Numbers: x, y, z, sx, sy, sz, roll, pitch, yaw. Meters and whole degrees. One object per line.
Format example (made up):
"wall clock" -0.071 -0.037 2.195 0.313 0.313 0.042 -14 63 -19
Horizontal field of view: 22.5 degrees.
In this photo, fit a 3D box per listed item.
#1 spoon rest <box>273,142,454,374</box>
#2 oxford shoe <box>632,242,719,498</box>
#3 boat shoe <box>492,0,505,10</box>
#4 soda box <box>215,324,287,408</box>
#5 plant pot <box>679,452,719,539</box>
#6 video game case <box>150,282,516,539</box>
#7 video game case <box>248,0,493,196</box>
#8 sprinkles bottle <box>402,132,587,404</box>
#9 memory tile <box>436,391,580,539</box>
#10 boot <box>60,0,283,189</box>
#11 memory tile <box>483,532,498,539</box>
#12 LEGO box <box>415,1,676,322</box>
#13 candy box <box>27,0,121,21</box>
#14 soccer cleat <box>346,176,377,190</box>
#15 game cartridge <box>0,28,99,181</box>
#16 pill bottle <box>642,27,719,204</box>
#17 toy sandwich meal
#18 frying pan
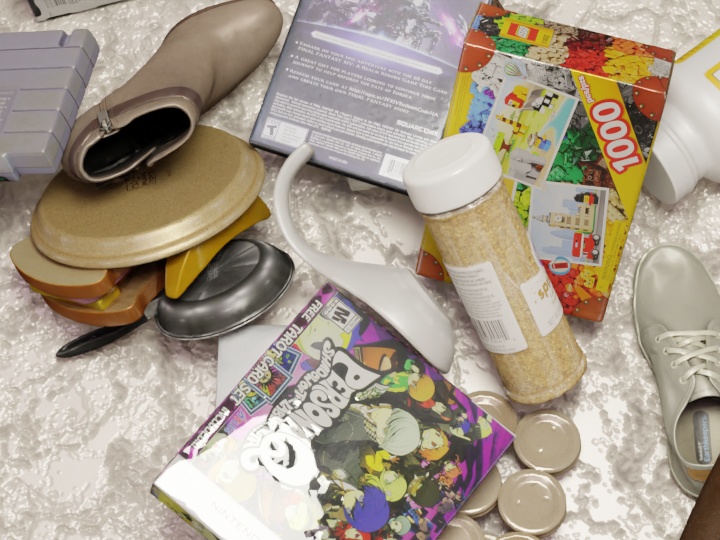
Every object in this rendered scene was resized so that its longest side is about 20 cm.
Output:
"spoon rest" 0.000 0.000 1.349 0.061 0.099 0.200 -38 89 4
"oxford shoe" 0.250 0.070 1.361 0.075 0.058 0.200 -7 71 2
"boat shoe" 0.098 -0.180 1.444 0.075 0.075 0.203 1 79 -11
"soda box" -0.074 0.143 1.343 0.068 0.063 0.200 1 72 1
"plant pot" 0.276 0.252 1.254 0.187 0.187 0.200 35 90 12
"video game case" -0.018 0.138 1.296 0.181 0.036 0.200 40 70 5
"video game case" 0.014 -0.168 1.391 0.143 0.019 0.200 18 80 8
"sprinkles bottle" 0.098 0.000 1.309 0.068 0.068 0.200 -30 115 -8
"memory tile" 0.072 0.181 1.329 0.153 0.017 0.200 14 64 8
"boot" -0.137 -0.130 1.363 0.200 0.146 0.070 -36 108 3
"memory tile" 0.095 0.303 1.312 0.153 0.017 0.200 -37 75 -10
"LEGO box" 0.134 -0.079 1.338 0.149 0.200 0.077 14 34 6
"candy box" -0.192 -0.313 1.488 0.200 0.072 0.168 -14 72 -2
"soccer cleat" -0.012 -0.155 1.434 0.086 0.070 0.200 -25 70 5
"game cartridge" -0.305 -0.123 1.370 0.200 0.038 0.130 0 58 19
"pill bottle" 0.297 -0.138 1.401 0.200 0.104 0.104 -36 75 -9
"toy sandwich meal" -0.162 -0.037 1.385 0.205 0.070 0.205 -10 33 7
"frying pan" -0.138 0.015 1.390 0.190 0.031 0.115 -6 34 27
